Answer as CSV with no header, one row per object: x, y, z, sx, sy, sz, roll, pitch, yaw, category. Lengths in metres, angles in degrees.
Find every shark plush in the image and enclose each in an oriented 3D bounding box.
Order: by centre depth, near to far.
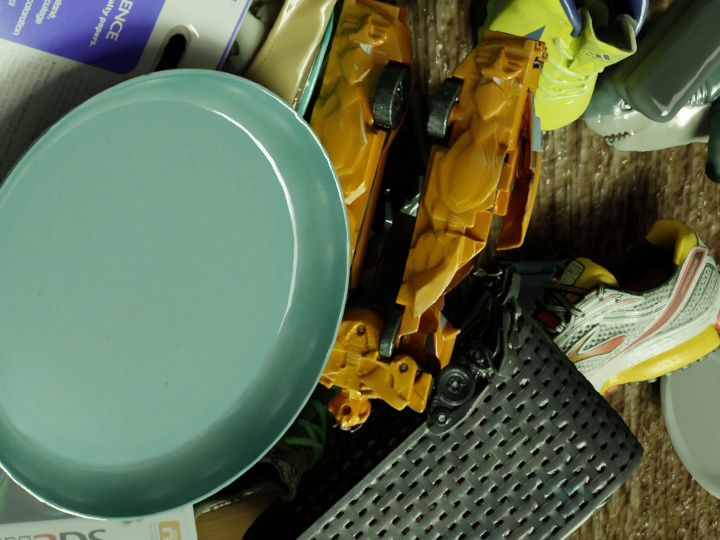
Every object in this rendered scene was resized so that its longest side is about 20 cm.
0.209,-0.132,1.093,0.200,0.091,0.083,-41,111,17,shark plush

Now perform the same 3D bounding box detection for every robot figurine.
0.019,-0.022,0.972,0.058,0.144,0.202,-14,119,-73,robot figurine

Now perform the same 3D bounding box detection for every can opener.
0.196,-0.168,1.048,0.066,0.053,0.201,34,97,-12,can opener

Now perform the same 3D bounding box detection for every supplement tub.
0.306,0.070,1.333,0.199,0.123,0.123,-14,138,-25,supplement tub

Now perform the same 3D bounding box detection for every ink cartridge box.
-0.146,-0.098,0.837,0.199,0.043,0.199,15,106,-43,ink cartridge box

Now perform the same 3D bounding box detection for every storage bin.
0.039,0.118,1.063,0.200,0.094,0.135,-43,-174,4,storage bin

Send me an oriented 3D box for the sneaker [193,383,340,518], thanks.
-0.041,0.088,1.113,0.199,0.089,0.077,-28,142,-11,sneaker

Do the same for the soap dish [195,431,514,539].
0.005,0.173,1.213,0.198,0.082,0.158,-14,145,-6,soap dish

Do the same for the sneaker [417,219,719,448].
0.116,0.034,1.169,0.199,0.078,0.083,-28,121,-15,sneaker

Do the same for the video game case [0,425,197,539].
-0.163,0.041,0.898,0.181,0.202,0.023,0,164,-38,video game case

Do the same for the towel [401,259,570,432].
0.097,0.075,1.260,0.146,0.024,0.201,-1,131,-38,towel

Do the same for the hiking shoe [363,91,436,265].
0.000,0.000,1.064,0.200,0.075,0.087,-44,147,17,hiking shoe

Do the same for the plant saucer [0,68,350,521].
-0.090,0.009,0.883,0.199,0.027,0.202,-15,115,-35,plant saucer

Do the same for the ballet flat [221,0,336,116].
-0.031,-0.136,0.919,0.063,0.069,0.201,20,118,-16,ballet flat

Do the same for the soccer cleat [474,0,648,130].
0.102,-0.119,0.996,0.064,0.084,0.201,-27,153,-15,soccer cleat
